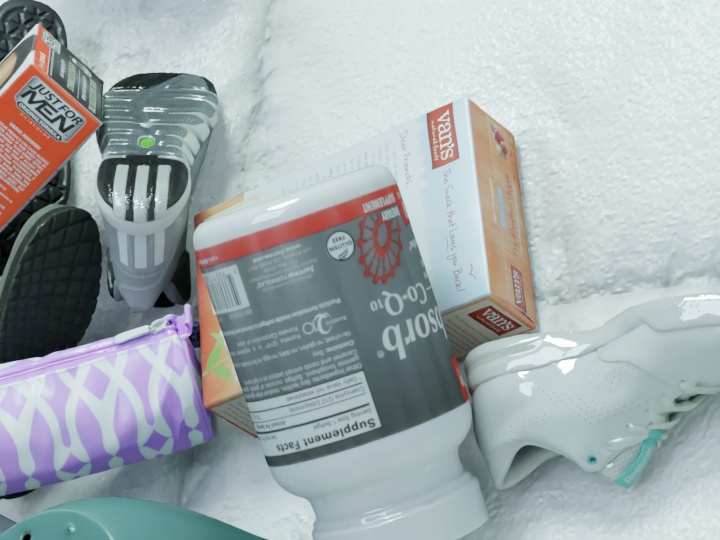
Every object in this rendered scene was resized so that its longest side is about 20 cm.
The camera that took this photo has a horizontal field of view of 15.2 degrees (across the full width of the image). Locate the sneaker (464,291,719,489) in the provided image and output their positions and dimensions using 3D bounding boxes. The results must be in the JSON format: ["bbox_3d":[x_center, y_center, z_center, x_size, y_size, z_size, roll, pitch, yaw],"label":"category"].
[{"bbox_3d":[0.147,0.068,1.421,0.200,0.075,0.089,-18,69,36],"label":"sneaker"}]

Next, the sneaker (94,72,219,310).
[{"bbox_3d":[-0.132,-0.040,1.684,0.075,0.116,0.200,4,29,4],"label":"sneaker"}]

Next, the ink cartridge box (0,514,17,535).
[{"bbox_3d":[-0.272,0.225,1.612,0.200,0.116,0.067,-34,50,18],"label":"ink cartridge box"}]

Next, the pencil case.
[{"bbox_3d":[-0.182,0.082,1.593,0.200,0.086,0.084,-16,40,-5],"label":"pencil case"}]

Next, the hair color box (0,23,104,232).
[{"bbox_3d":[-0.247,-0.052,1.677,0.200,0.061,0.102,-45,17,10],"label":"hair color box"}]

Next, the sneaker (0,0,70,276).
[{"bbox_3d":[-0.232,-0.084,1.805,0.083,0.072,0.200,144,137,-62],"label":"sneaker"}]

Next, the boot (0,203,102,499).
[{"bbox_3d":[-0.236,0.033,1.685,0.131,0.068,0.200,34,115,42],"label":"boot"}]

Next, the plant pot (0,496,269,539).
[{"bbox_3d":[-0.129,0.215,1.477,0.200,0.161,0.201,-19,56,30],"label":"plant pot"}]

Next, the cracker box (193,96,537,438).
[{"bbox_3d":[0.000,0.000,1.569,0.200,0.058,0.134,-22,55,28],"label":"cracker box"}]

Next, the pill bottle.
[{"bbox_3d":[-0.007,0.053,1.452,0.116,0.116,0.200,-17,93,30],"label":"pill bottle"}]
